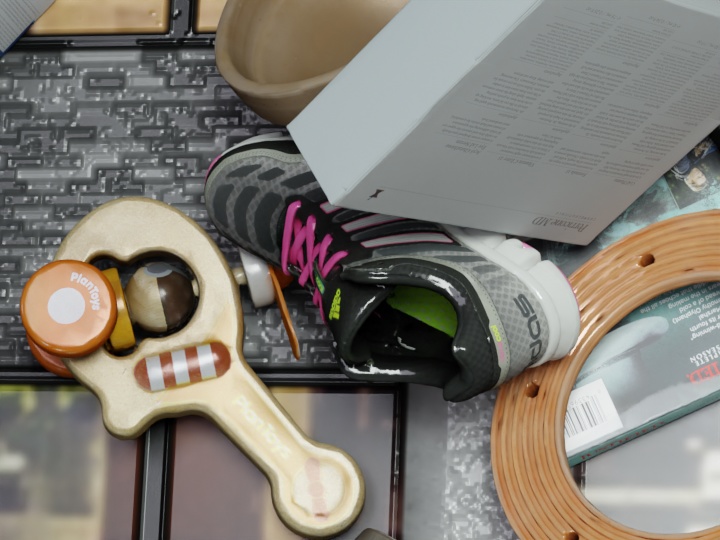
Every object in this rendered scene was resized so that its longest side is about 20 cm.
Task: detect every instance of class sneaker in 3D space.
[{"bbox_3d":[0.000,0.000,1.245,0.200,0.074,0.087,28,39,21],"label":"sneaker"}]

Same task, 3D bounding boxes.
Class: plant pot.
[{"bbox_3d":[0.036,-0.127,1.272,0.201,0.093,0.201,-30,30,20],"label":"plant pot"}]

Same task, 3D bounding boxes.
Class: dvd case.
[{"bbox_3d":[0.115,-0.019,1.310,0.146,0.022,0.200,-25,72,3],"label":"dvd case"}]

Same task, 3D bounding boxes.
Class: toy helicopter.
[{"bbox_3d":[-0.065,0.045,1.312,0.132,0.079,0.200,-42,84,-11],"label":"toy helicopter"}]

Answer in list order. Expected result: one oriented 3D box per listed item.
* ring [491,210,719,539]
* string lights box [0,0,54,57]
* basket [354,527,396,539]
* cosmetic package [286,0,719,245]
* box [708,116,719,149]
[{"bbox_3d":[0.153,0.064,1.224,0.200,0.019,0.201,-16,54,23],"label":"ring"},{"bbox_3d":[-0.247,-0.103,1.353,0.059,0.103,0.200,43,86,16],"label":"string lights box"},{"bbox_3d":[-0.007,0.231,1.217,0.180,0.136,0.200,33,81,21],"label":"basket"},{"bbox_3d":[0.085,-0.083,1.183,0.151,0.200,0.052,-46,60,25],"label":"cosmetic package"},{"bbox_3d":[0.199,-0.184,1.305,0.200,0.048,0.193,-36,64,-1],"label":"box"}]
